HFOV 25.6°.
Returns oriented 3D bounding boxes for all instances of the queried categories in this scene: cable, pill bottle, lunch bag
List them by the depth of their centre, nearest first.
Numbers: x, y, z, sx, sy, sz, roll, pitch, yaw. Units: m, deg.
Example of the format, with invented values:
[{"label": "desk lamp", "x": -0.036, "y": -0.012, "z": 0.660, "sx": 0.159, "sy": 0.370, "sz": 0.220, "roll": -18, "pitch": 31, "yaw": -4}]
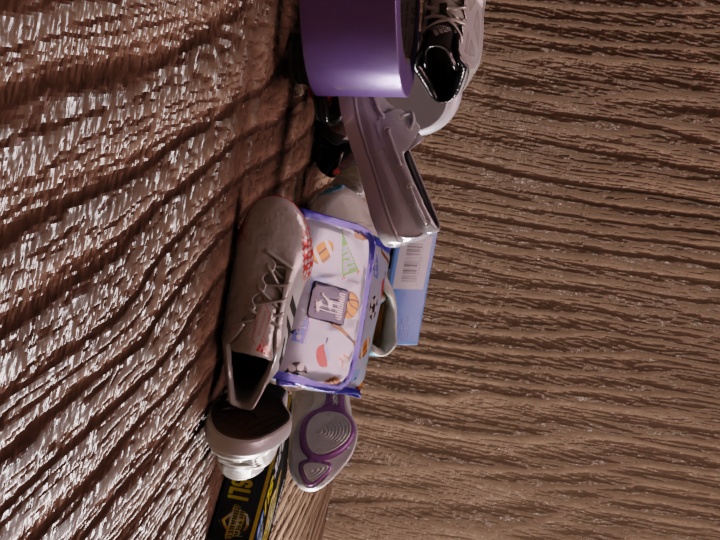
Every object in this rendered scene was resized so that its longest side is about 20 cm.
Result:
[{"label": "cable", "x": -0.050, "y": -0.187, "z": 1.528, "sx": 0.200, "sy": 0.050, "sz": 0.097, "roll": -26, "pitch": 125, "yaw": -72}, {"label": "lunch bag", "x": -0.048, "y": 0.033, "z": 1.545, "sx": 0.200, "sy": 0.124, "sz": 0.170, "roll": 29, "pitch": 71, "yaw": -72}, {"label": "pill bottle", "x": 0.067, "y": -0.221, "z": 1.884, "sx": 0.200, "sy": 0.111, "sz": 0.111, "roll": -74, "pitch": 175, "yaw": -75}]

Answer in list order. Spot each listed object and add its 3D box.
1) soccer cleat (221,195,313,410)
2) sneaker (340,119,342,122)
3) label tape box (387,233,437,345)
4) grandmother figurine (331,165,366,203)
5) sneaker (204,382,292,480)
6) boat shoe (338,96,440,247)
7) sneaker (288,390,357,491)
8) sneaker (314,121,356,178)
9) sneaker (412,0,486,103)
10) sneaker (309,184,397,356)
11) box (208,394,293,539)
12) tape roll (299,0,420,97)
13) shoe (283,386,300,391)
[{"label": "soccer cleat", "x": -0.084, "y": 0.030, "z": 1.361, "sx": 0.085, "sy": 0.069, "sz": 0.200, "roll": -81, "pitch": -175, "yaw": -56}, {"label": "sneaker", "x": -0.013, "y": -0.250, "z": 1.691, "sx": 0.078, "sy": 0.070, "sz": 0.200, "roll": -46, "pitch": -149, "yaw": 50}, {"label": "label tape box", "x": 0.002, "y": -0.005, "z": 1.933, "sx": 0.200, "sy": 0.066, "sz": 0.143, "roll": 25, "pitch": -70, "yaw": 51}, {"label": "grandmother figurine", "x": -0.016, "y": -0.032, "z": 1.834, "sx": 0.121, "sy": 0.061, "sz": 0.200, "roll": -90, "pitch": -170, "yaw": -60}, {"label": "sneaker", "x": -0.101, "y": 0.158, "z": 1.429, "sx": 0.200, "sy": 0.073, "sz": 0.085, "roll": -45, "pitch": 148, "yaw": -82}, {"label": "boat shoe", "x": 0.029, "y": -0.122, "z": 1.535, "sx": 0.072, "sy": 0.068, "sz": 0.200, "roll": -37, "pitch": 112, "yaw": -75}, {"label": "sneaker", "x": -0.046, "y": 0.173, "z": 1.838, "sx": 0.100, "sy": 0.075, "sz": 0.200, "roll": 123, "pitch": -18, "yaw": -53}, {"label": "sneaker", "x": -0.028, "y": -0.144, "z": 1.860, "sx": 0.082, "sy": 0.077, "sz": 0.200, "roll": -50, "pitch": 167, "yaw": -15}, {"label": "sneaker", "x": 0.089, "y": -0.248, "z": 1.451, "sx": 0.115, "sy": 0.076, "sz": 0.201, "roll": -77, "pitch": 169, "yaw": -63}, {"label": "sneaker", "x": 0.000, "y": 0.000, "z": 1.752, "sx": 0.081, "sy": 0.076, "sz": 0.200, "roll": 37, "pitch": -34, "yaw": 62}, {"label": "box", "x": -0.117, "y": 0.249, "z": 1.675, "sx": 0.160, "sy": 0.049, "sz": 0.200, "roll": 95, "pitch": 7, "yaw": -48}, {"label": "tape roll", "x": 0.003, "y": -0.255, "z": 1.410, "sx": 0.200, "sy": 0.085, "sz": 0.200, "roll": 2, "pitch": 90, "yaw": -82}, {"label": "shoe", "x": -0.060, "y": 0.049, "z": 1.729, "sx": 0.070, "sy": 0.053, "sz": 0.200, "roll": -28, "pitch": 131, "yaw": -48}]
